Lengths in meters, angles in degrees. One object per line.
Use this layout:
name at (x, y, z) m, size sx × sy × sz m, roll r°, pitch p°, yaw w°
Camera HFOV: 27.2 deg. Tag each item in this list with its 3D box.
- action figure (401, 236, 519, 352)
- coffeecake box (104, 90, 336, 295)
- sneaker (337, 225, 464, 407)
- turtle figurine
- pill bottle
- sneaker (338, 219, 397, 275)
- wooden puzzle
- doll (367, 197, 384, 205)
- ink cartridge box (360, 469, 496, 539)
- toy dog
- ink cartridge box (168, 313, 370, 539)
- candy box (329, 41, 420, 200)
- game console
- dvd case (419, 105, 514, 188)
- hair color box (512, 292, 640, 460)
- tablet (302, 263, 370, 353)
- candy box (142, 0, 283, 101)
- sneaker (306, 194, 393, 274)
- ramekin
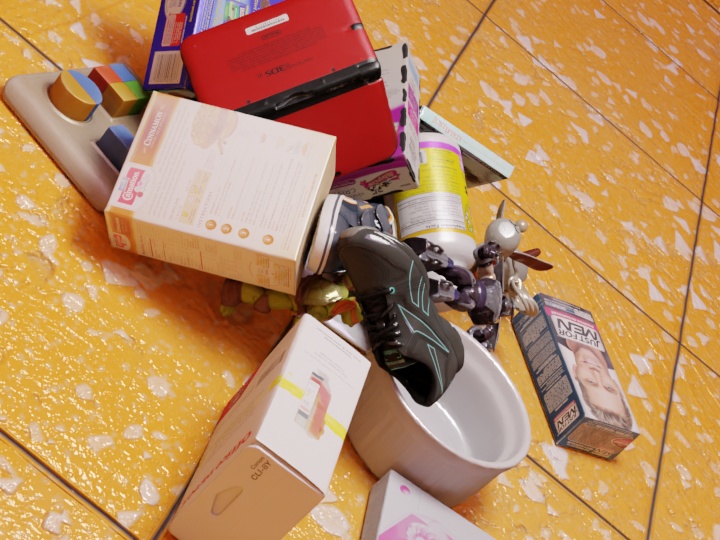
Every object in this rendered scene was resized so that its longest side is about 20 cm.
action figure at (0.120, 0.025, 1.676) m, size 0.199 × 0.069 × 0.132 m, roll 21°, pitch 60°, yaw -46°
coffeecake box at (-0.139, -0.080, 1.506) m, size 0.197 × 0.073 × 0.155 m, roll 15°, pitch 60°, yaw 5°
sneaker at (0.038, 0.045, 1.454) m, size 0.201 × 0.075 × 0.080 m, roll 54°, pitch 41°, yaw -23°
turtle figurine at (-0.061, 0.035, 1.521) m, size 0.159 × 0.065 × 0.200 m, roll 10°, pitch 34°, yaw 22°
pill bottle at (0.083, -0.055, 1.784) m, size 0.103 × 0.104 × 0.203 m, roll 13°, pitch 59°, yaw -39°
sneaker at (0.000, 0.000, 1.685) m, size 0.089 × 0.067 × 0.202 m, roll 16°, pitch 38°, yaw -23°
wooden puzzle at (-0.263, -0.158, 1.616) m, size 0.186 × 0.046 × 0.199 m, roll 49°, pitch 32°, yaw 10°
doll at (0.023, -0.103, 1.870) m, size 0.137 × 0.048 × 0.200 m, roll 53°, pitch 33°, yaw 2°
ink cartridge box at (0.084, 0.314, 1.433) m, size 0.195 × 0.043 × 0.201 m, roll 35°, pitch 30°, yaw -13°
toy dog at (0.192, -0.020, 1.841) m, size 0.133 × 0.096 × 0.200 m, roll 59°, pitch -10°, yaw -4°
ink cartridge box at (-0.079, 0.158, 1.340) m, size 0.083 × 0.145 × 0.201 m, roll 37°, pitch 31°, yaw -9°
candy box at (0.001, -0.172, 1.774) m, size 0.061 × 0.135 × 0.202 m, roll 62°, pitch 23°, yaw -44°
game console at (-0.077, -0.191, 1.639) m, size 0.119 × 0.198 × 0.174 m, roll 85°, pitch -17°, yaw -71°
dvd case at (0.096, -0.153, 1.915) m, size 0.145 × 0.200 × 0.022 m, roll 33°, pitch 76°, yaw -17°
hair color box at (0.266, 0.130, 1.847) m, size 0.099 × 0.061 × 0.202 m, roll 18°, pitch 39°, yaw -33°
tablet at (0.000, 0.043, 1.700) m, size 0.199 × 0.014 × 0.131 m, roll 35°, pitch 31°, yaw -13°
candy box at (-0.145, -0.259, 1.726) m, size 0.199 × 0.076 × 0.172 m, roll 21°, pitch 78°, yaw -49°
sneaker at (-0.006, -0.037, 1.541) m, size 0.078 × 0.079 × 0.200 m, roll 17°, pitch 13°, yaw 2°
ramekin at (0.075, 0.151, 1.567) m, size 0.199 × 0.098 × 0.202 m, roll 29°, pitch 34°, yaw -22°
